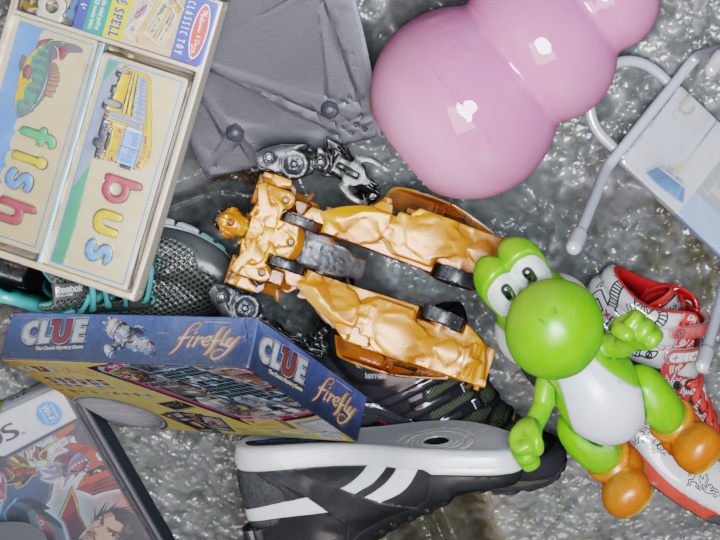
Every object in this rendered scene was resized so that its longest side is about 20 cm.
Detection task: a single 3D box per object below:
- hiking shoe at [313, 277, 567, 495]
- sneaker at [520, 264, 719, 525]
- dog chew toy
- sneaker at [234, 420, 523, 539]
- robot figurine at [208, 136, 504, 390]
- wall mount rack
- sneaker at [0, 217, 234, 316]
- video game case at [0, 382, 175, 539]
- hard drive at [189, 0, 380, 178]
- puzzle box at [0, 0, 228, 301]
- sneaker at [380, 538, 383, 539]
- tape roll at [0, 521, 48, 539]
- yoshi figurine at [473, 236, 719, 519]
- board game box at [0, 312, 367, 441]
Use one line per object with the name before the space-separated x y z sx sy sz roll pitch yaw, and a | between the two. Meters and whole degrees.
hiking shoe | 0.059 0.077 1.534 0.199 0.076 0.101 25 113 -6
sneaker | 0.214 0.082 1.534 0.201 0.067 0.108 37 111 -8
dog chew toy | 0.103 -0.137 1.431 0.200 0.125 0.125 -39 105 8
sneaker | 0.018 0.161 1.497 0.199 0.073 0.113 -2 103 22
robot figurine | 0.000 0.000 1.475 0.199 0.058 0.146 20 87 -3
wall mount rack | 0.214 -0.041 1.459 0.200 0.075 0.174 41 80 -12
sneaker | -0.182 0.007 1.511 0.199 0.091 0.078 6 112 0
video game case | -0.234 0.190 1.619 0.180 0.026 0.201 -24 108 11
hard drive | -0.069 -0.169 1.464 0.134 0.042 0.201 -13 110 8
puzzle box | -0.173 -0.094 1.443 0.132 0.025 0.201 17 98 3
sneaker | -0.024 0.211 1.568 0.075 0.105 0.201 -16 112 32
tape roll | -0.283 0.254 1.526 0.199 0.200 0.066 -22 111 11
yoshi figurine | 0.141 0.069 1.420 0.112 0.113 0.200 -9 129 49
board game box | -0.114 0.068 1.475 0.199 0.035 0.135 1 158 33
